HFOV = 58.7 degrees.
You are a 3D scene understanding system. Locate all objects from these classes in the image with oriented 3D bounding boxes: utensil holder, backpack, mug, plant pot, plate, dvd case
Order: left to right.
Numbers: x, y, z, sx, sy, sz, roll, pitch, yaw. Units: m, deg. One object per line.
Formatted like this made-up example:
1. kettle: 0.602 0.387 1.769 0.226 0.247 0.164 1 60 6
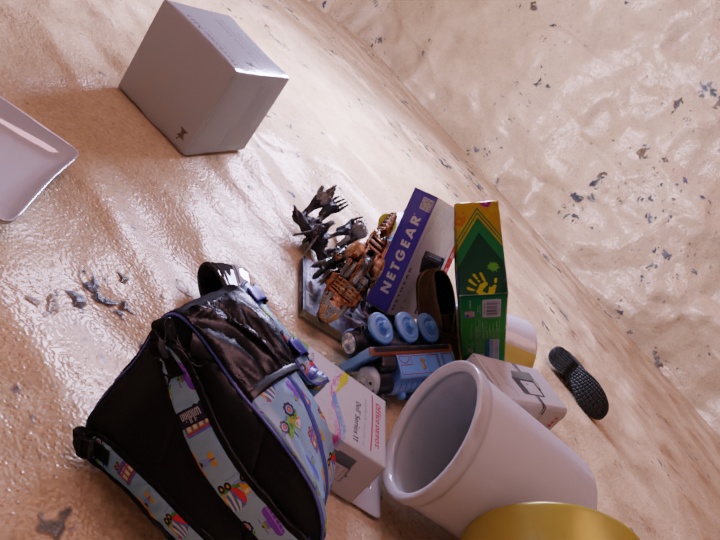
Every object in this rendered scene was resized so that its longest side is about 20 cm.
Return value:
1. plate: -0.414 -0.138 0.657 0.198 0.032 0.201 35 22 -20
2. backpack: -0.099 0.138 0.510 0.201 0.183 0.134 48 28 6
3. dvd case: -0.015 0.071 0.999 0.197 0.016 0.150 34 23 -23
4. mug: 0.209 0.136 1.109 0.150 0.152 0.188 26 19 -17
5. utensil holder: 0.151 0.234 0.743 0.198 0.170 0.171 37 22 -15
6. plant pot: 0.185 0.363 0.609 0.199 0.200 0.192 35 39 -16

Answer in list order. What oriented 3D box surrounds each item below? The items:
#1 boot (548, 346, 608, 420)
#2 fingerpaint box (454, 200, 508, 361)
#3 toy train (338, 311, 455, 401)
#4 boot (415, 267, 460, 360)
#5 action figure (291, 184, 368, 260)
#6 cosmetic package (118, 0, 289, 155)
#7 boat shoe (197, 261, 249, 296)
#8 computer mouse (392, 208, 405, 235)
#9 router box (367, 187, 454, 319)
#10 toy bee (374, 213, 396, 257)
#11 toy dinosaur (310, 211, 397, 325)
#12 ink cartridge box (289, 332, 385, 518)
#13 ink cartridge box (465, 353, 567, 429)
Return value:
1. boot: 0.543 0.268 1.556 0.129 0.068 0.202 21 32 -55
2. fingerpaint box: 0.181 0.027 0.978 0.203 0.071 0.171 76 14 -52
3. toy train: 0.056 0.126 0.913 0.196 0.086 0.117 5 61 -46
4. boot: 0.126 0.098 1.013 0.075 0.071 0.207 154 -72 -79
5. action figure: -0.051 -0.085 1.107 0.120 0.101 0.200 52 20 -4
6. cosmetic package: -0.256 -0.316 1.077 0.167 0.167 0.200 44 23 5
7. boat shoe: -0.154 0.054 0.721 0.065 0.071 0.202 19 31 -30
8. computer mouse: 0.117 -0.107 1.511 0.110 0.044 0.199 50 22 13
9. router box: 0.103 -0.020 1.095 0.048 0.205 0.178 27 6 27
10. toy bee: 0.036 -0.036 1.151 0.106 0.136 0.198 8 -3 34
11. toy dinosaur: 0.000 0.000 0.936 0.197 0.136 0.104 -31 87 -25
12. ink cartridge box: -0.034 0.170 0.716 0.198 0.068 0.118 38 22 -15
13. ink cartridge box: 0.187 0.211 0.922 0.197 0.146 0.085 19 29 -46
